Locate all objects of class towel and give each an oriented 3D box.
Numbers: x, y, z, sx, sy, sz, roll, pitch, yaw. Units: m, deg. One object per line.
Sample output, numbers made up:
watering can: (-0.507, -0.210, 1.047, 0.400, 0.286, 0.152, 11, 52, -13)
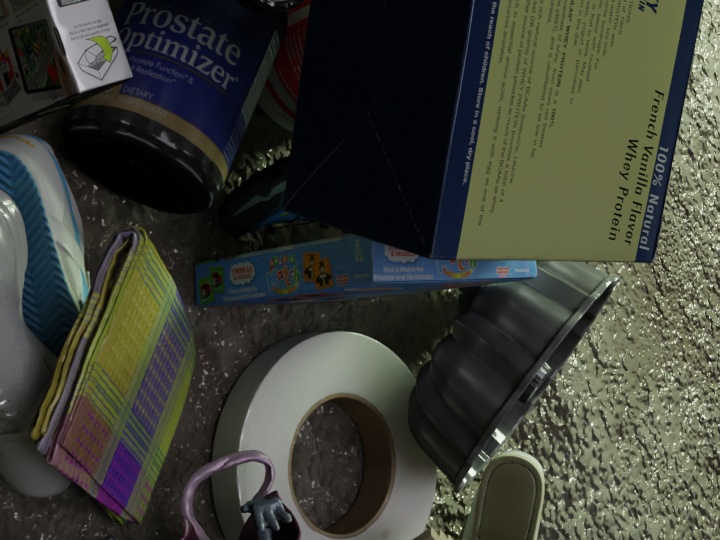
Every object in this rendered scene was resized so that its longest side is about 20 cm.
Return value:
towel: (-0.145, 0.072, 0.763, 0.200, 0.022, 0.145, 80, 26, -66)

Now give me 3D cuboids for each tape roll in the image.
tape roll: (-0.022, 0.148, 0.933, 0.201, 0.037, 0.206, 5, 83, -41)

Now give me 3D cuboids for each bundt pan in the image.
bundt pan: (0.105, 0.065, 0.929, 0.075, 0.203, 0.202, 36, 54, 13)

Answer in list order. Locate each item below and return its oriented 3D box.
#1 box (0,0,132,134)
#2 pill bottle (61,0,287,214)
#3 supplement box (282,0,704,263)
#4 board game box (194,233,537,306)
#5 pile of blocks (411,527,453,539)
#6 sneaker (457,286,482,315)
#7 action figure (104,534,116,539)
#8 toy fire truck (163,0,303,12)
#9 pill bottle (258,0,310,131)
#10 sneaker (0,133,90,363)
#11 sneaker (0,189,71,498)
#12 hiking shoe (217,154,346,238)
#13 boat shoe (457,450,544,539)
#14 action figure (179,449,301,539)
box: (-0.204, -0.139, 0.696, 0.034, 0.199, 0.111, -24, 101, -35)
pill bottle: (-0.115, -0.150, 0.835, 0.111, 0.111, 0.202, 34, 65, -33)
supplement box: (0.082, -0.116, 0.724, 0.198, 0.134, 0.203, 0, 103, -41)
board game box: (0.000, 0.000, 0.860, 0.150, 0.199, 0.037, -1, 86, -41)
pile of blocks: (0.016, 0.267, 0.915, 0.081, 0.062, 0.201, 28, 106, -3)
sneaker: (0.119, -0.052, 1.028, 0.076, 0.089, 0.202, 12, 108, -3)
action figure: (-0.195, 0.227, 0.727, 0.193, 0.104, 0.202, -44, 148, -42)
toy fire truck: (-0.105, -0.263, 0.733, 0.174, 0.129, 0.203, 4, 101, -11)
pill bottle: (0.010, -0.174, 0.883, 0.111, 0.199, 0.114, 8, 76, -38)
sneaker: (-0.197, 0.014, 0.767, 0.081, 0.075, 0.203, -81, 167, -70)
sneaker: (-0.213, 0.058, 0.694, 0.089, 0.074, 0.202, -84, 165, -63)
hiking shoe: (-0.005, -0.055, 0.902, 0.198, 0.074, 0.088, -22, 101, -6)
boat shoe: (0.109, 0.248, 1.009, 0.068, 0.074, 0.202, 12, 98, -77)
action figure: (-0.093, 0.249, 0.826, 0.132, 0.149, 0.202, -13, 129, -16)
